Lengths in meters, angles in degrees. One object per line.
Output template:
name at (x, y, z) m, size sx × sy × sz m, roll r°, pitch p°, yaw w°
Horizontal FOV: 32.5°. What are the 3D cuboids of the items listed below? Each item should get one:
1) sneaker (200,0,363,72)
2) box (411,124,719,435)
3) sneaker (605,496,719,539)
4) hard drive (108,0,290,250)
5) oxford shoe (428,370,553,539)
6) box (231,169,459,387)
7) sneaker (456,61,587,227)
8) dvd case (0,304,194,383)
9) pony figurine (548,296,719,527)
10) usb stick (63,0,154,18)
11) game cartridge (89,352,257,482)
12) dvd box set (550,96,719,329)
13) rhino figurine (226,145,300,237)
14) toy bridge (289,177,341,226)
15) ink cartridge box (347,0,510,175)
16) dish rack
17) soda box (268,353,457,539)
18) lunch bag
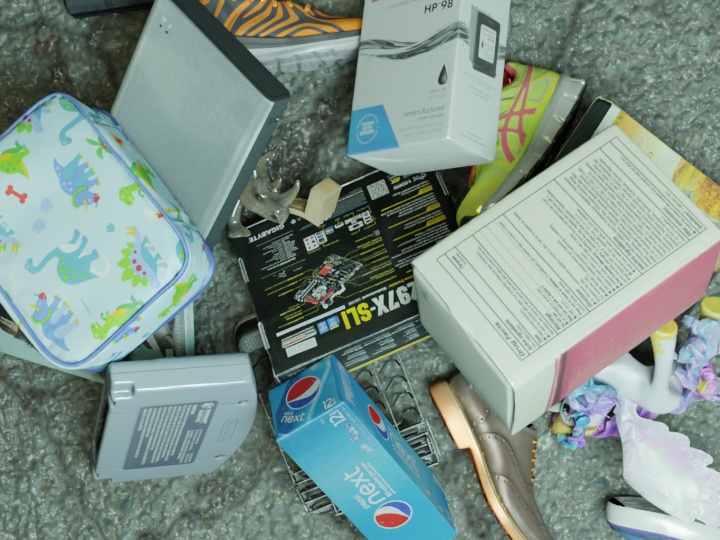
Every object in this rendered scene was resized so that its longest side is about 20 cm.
sneaker at (-0.081, -0.234, 1.087) m, size 0.198 × 0.078 × 0.113 m, roll -5°, pitch 87°, yaw -7°
box at (0.156, 0.008, 0.945) m, size 0.199 × 0.109 × 0.128 m, roll -34°, pitch 64°, yaw -10°
sneaker at (0.304, 0.299, 1.126) m, size 0.199 × 0.081 × 0.148 m, roll 15°, pitch 92°, yaw -6°
hard drive at (-0.147, -0.108, 1.014) m, size 0.140 × 0.033 × 0.200 m, roll 45°, pitch 128°, yaw 18°
oxford shoe at (0.138, 0.179, 1.126) m, size 0.073 × 0.071 × 0.201 m, roll -28°, pitch 94°, yaw -1°
box at (0.000, 0.000, 1.077) m, size 0.199 × 0.049 × 0.160 m, roll -24°, pitch 57°, yaw 2°
sneaker at (0.120, -0.107, 1.070) m, size 0.090 × 0.078 × 0.200 m, roll 28°, pitch 54°, yaw 9°
dvd case at (-0.239, 0.037, 1.086) m, size 0.199 × 0.022 × 0.147 m, roll 15°, pitch 128°, yaw 13°
pony figurine at (0.251, 0.101, 1.065) m, size 0.192 × 0.167 × 0.201 m, roll 20°, pitch 136°, yaw 15°
usb stick at (-0.177, -0.253, 1.064) m, size 0.199 × 0.033 × 0.056 m, roll 0°, pitch 77°, yaw 30°
game cartridge at (-0.160, 0.128, 1.066) m, size 0.132 × 0.200 × 0.042 m, roll -7°, pitch 62°, yaw -22°
dvd box set at (0.239, -0.039, 1.078) m, size 0.199 × 0.029 × 0.147 m, roll 31°, pitch 95°, yaw -29°
rhino figurine at (-0.128, -0.069, 1.072) m, size 0.199 × 0.060 × 0.088 m, roll -1°, pitch 100°, yaw 41°
toy bridge at (-0.108, -0.099, 1.102) m, size 0.199 × 0.027 × 0.067 m, roll 35°, pitch 136°, yaw 16°
ink cartridge box at (0.059, -0.190, 1.040) m, size 0.115 × 0.066 × 0.202 m, roll -5°, pitch 74°, yaw 43°
dish rack at (-0.018, 0.117, 1.132) m, size 0.152 × 0.055 × 0.201 m, roll -21°, pitch 97°, yaw 5°
soda box at (0.004, 0.166, 1.053) m, size 0.068 × 0.064 × 0.200 m, roll -30°, pitch 125°, yaw 10°
lunch bag at (-0.229, -0.028, 0.994) m, size 0.161 × 0.082 × 0.200 m, roll -42°, pitch 77°, yaw 6°
